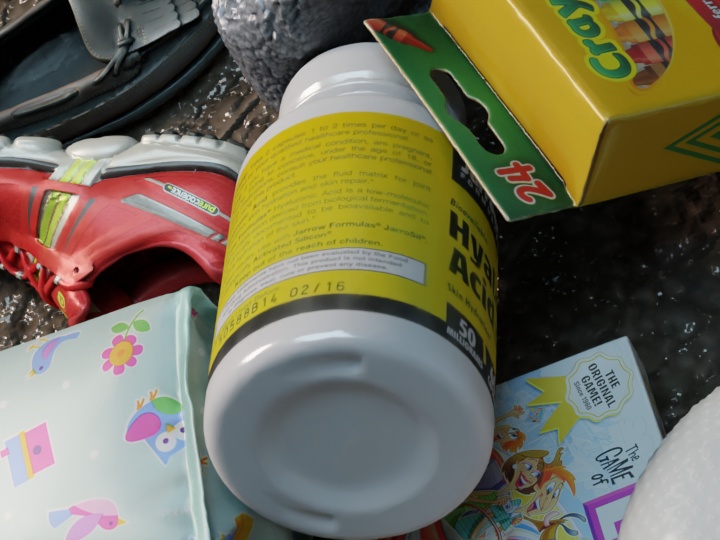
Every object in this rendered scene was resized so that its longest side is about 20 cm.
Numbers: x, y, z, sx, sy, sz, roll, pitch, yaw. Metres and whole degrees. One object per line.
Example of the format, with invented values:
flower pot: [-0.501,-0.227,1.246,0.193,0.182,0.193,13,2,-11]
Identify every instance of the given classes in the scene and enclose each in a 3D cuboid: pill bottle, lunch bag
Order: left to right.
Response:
lunch bag: [-0.109,0.131,1.015,0.169,0.122,0.201,-18,57,21]
pill bottle: [0.000,0.000,1.010,0.111,0.112,0.201,-13,39,14]

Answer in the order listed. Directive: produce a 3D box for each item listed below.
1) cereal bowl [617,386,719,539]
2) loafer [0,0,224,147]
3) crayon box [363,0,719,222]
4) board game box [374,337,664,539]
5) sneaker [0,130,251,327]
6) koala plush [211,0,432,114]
cereal bowl: [0.190,0.108,0.903,0.199,0.084,0.201,0,57,0]
loafer: [-0.136,-0.101,1.191,0.200,0.063,0.072,-38,56,-1]
crayon box: [0.118,-0.096,1.034,0.199,0.051,0.127,-15,52,-27]
board game box: [0.073,0.139,0.985,0.134,0.034,0.201,-22,57,9]
sneaker: [-0.134,-0.013,1.137,0.199,0.077,0.085,-5,66,20]
koala plush: [-0.026,-0.187,1.135,0.200,0.177,0.184,48,110,31]
